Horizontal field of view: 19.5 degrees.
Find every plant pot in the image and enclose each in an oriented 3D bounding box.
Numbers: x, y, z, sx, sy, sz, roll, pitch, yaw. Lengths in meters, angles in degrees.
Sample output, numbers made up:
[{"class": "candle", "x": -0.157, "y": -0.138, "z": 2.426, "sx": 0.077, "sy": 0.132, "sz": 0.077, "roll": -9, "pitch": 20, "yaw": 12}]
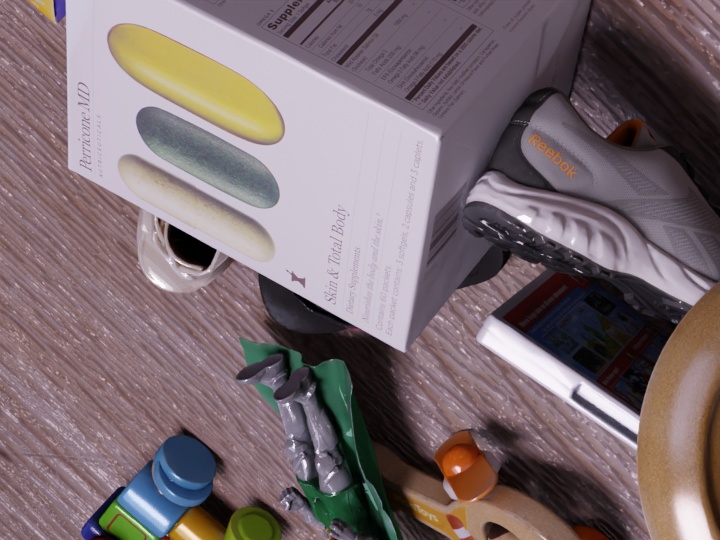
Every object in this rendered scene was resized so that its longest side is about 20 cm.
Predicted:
[{"class": "plant pot", "x": 0.223, "y": 0.084, "z": 0.935, "sx": 0.200, "sy": 0.200, "sz": 0.027, "roll": 45, "pitch": 172, "yaw": -5}]

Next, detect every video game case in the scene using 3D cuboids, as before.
[{"class": "video game case", "x": 0.160, "y": 0.069, "z": 1.030, "sx": 0.200, "sy": 0.143, "sz": 0.017, "roll": 35, "pitch": 110, "yaw": 10}]

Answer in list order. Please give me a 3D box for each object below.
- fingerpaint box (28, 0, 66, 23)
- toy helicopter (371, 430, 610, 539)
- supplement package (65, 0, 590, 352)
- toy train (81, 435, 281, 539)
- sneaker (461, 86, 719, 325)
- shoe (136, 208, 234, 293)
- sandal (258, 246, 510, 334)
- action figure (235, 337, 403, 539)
[{"class": "fingerpaint box", "x": -0.192, "y": -0.228, "z": 1.037, "sx": 0.167, "sy": 0.073, "sz": 0.200, "roll": 40, "pitch": 168, "yaw": 3}, {"class": "toy helicopter", "x": 0.059, "y": 0.143, "z": 1.246, "sx": 0.200, "sy": 0.079, "sz": 0.132, "roll": 22, "pitch": 148, "yaw": 44}, {"class": "supplement package", "x": -0.018, "y": -0.097, "z": 1.000, "sx": 0.200, "sy": 0.151, "sz": 0.152, "roll": 28, "pitch": 142, "yaw": 17}, {"class": "toy train", "x": -0.088, "y": 0.208, "z": 1.446, "sx": 0.200, "sy": 0.085, "sz": 0.116, "roll": 41, "pitch": 131, "yaw": 1}, {"class": "sneaker", "x": 0.143, "y": -0.020, "z": 0.972, "sx": 0.200, "sy": 0.080, "sz": 0.074, "roll": 25, "pitch": 171, "yaw": -29}, {"class": "shoe", "x": -0.097, "y": -0.039, "z": 1.214, "sx": 0.070, "sy": 0.053, "sz": 0.200, "roll": 40, "pitch": 144, "yaw": 3}, {"class": "sandal", "x": 0.000, "y": 0.000, "z": 1.173, "sx": 0.200, "sy": 0.045, "sz": 0.075, "roll": -17, "pitch": 115, "yaw": 50}, {"class": "action figure", "x": -0.013, "y": 0.140, "z": 1.273, "sx": 0.118, "sy": 0.055, "sz": 0.200, "roll": 24, "pitch": 143, "yaw": 55}]
